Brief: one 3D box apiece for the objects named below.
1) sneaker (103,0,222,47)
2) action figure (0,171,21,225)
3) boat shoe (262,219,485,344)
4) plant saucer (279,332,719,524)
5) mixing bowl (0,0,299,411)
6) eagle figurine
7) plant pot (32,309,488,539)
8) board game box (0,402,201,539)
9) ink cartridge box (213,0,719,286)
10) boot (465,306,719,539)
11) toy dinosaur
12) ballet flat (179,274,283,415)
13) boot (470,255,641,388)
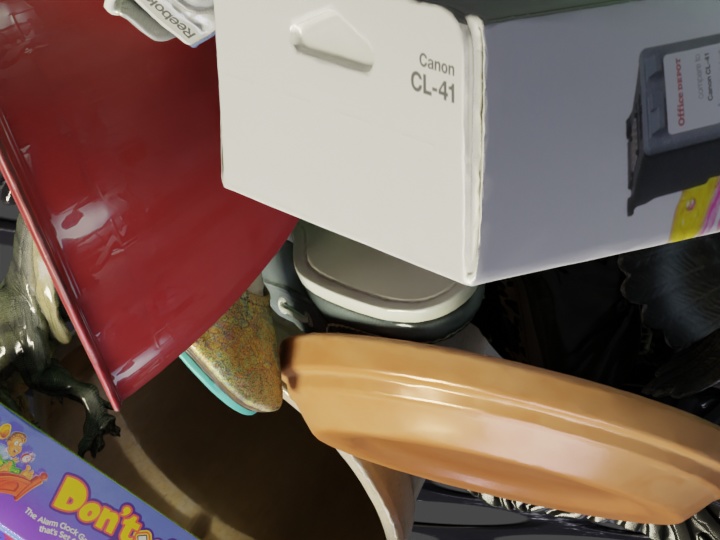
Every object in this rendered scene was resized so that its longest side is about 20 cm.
[{"bbox_3d":[-0.069,-0.122,0.854,0.200,0.087,0.074,13,165,-32],"label":"sneaker"},{"bbox_3d":[-0.147,-0.038,1.233,0.119,0.102,0.200,17,173,14],"label":"action figure"},{"bbox_3d":[0.000,0.000,1.112,0.073,0.062,0.200,-31,-154,-18],"label":"boat shoe"},{"bbox_3d":[0.060,0.069,1.098,0.200,0.038,0.200,13,170,2],"label":"plant saucer"},{"bbox_3d":[-0.083,-0.061,0.964,0.108,0.201,0.200,-25,169,-5],"label":"mixing bowl"},{"bbox_3d":[0.215,-0.003,1.108,0.199,0.152,0.151,6,-157,17],"label":"eagle figurine"},{"bbox_3d":[-0.025,0.046,1.292,0.200,0.184,0.201,21,139,20],"label":"plant pot"},{"bbox_3d":[-0.112,0.133,1.212,0.200,0.045,0.134,35,165,-5],"label":"board game box"},{"bbox_3d":[0.073,-0.065,0.848,0.200,0.086,0.147,-13,-160,-32],"label":"ink cartridge box"},{"bbox_3d":[0.156,0.071,1.256,0.211,0.080,0.158,14,-164,16],"label":"boot"},{"bbox_3d":[-0.132,0.025,1.176,0.088,0.200,0.047,37,-137,19],"label":"toy dinosaur"},{"bbox_3d":[-0.086,-0.032,1.080,0.071,0.200,0.071,-39,165,-12],"label":"ballet flat"},{"bbox_3d":[0.047,-0.044,1.137,0.150,0.073,0.200,33,148,42],"label":"boot"}]
